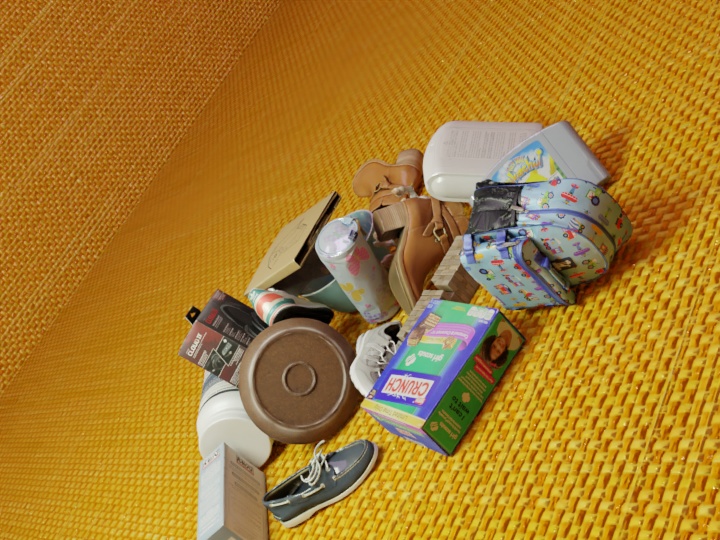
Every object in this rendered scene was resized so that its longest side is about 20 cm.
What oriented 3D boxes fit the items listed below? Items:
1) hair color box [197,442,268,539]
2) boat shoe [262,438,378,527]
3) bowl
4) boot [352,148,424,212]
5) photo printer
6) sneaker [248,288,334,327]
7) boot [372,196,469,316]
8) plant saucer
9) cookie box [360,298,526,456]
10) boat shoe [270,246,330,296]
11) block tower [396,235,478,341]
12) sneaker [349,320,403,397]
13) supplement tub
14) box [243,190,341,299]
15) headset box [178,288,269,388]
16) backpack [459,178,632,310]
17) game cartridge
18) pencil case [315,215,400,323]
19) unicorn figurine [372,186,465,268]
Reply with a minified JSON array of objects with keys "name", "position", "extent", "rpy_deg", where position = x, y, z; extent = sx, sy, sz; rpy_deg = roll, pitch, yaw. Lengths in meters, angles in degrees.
[{"name":"hair color box","position":[-0.201,0.374,1.563],"extent":[0.061,0.099,0.201],"rpy_deg":[-41,25,14]},{"name":"boat shoe","position":[-0.061,0.307,1.481],"extent":[0.199,0.062,0.075],"rpy_deg":[-36,24,22]},{"name":"bowl","position":[-0.018,-0.001,1.823],"extent":[0.200,0.105,0.202],"rpy_deg":[-36,26,21]},{"name":"boot","position":[0.038,-0.155,2.008],"extent":[0.199,0.073,0.156],"rpy_deg":[-26,36,44]},{"name":"photo printer","position":[0.204,-0.182,1.660],"extent":[0.197,0.070,0.168],"rpy_deg":[3,43,12]},{"name":"sneaker","position":[-0.120,0.065,1.711],"extent":[0.093,0.199,0.071],"rpy_deg":[39,100,25]},{"name":"boot","position":[0.119,-0.028,1.645],"extent":[0.153,0.203,0.074],"rpy_deg":[-13,-9,-17]},{"name":"plant saucer","position":[-0.096,0.174,1.582],"extent":[0.201,0.200,0.035],"rpy_deg":[-51,-3,-11]},{"name":"cookie box","position":[0.115,0.147,1.418],"extent":[0.201,0.075,0.170],"rpy_deg":[-55,26,-15]},{"name":"boat shoe","position":[-0.092,-0.022,1.763],"extent":[0.199,0.076,0.072],"rpy_deg":[-33,26,26]},{"name":"block tower","position":[0.137,0.038,1.570],"extent":[0.058,0.054,0.201],"rpy_deg":[-2,50,58]},{"name":"sneaker","position":[0.034,0.141,1.557],"extent":[0.082,0.075,0.201],"rpy_deg":[-39,25,20]},{"name":"supplement tub","position":[-0.211,0.240,1.732],"extent":[0.140,0.140,0.201],"rpy_deg":[-38,26,19]},{"name":"box","position":[-0.120,-0.042,1.726],"extent":[0.199,0.021,0.165],"rpy_deg":[-29,28,54]},{"name":"headset box","position":[-0.206,0.123,1.681],"extent":[0.078,0.198,0.149],"rpy_deg":[-58,4,20]},{"name":"backpack","position":[0.260,-0.038,1.354],"extent":[0.198,0.183,0.136],"rpy_deg":[-6,53,39]},{"name":"game cartridge","position":[0.270,-0.131,1.536],"extent":[0.200,0.040,0.134],"rpy_deg":[-40,67,15]},{"name":"pencil case","position":[0.000,0.000,1.672],"extent":[0.082,0.201,0.091],"rpy_deg":[1,51,33]},{"name":"unicorn figurine","position":[0.104,-0.091,1.757],"extent":[0.201,0.136,0.074],"rpy_deg":[-53,49,20]}]
